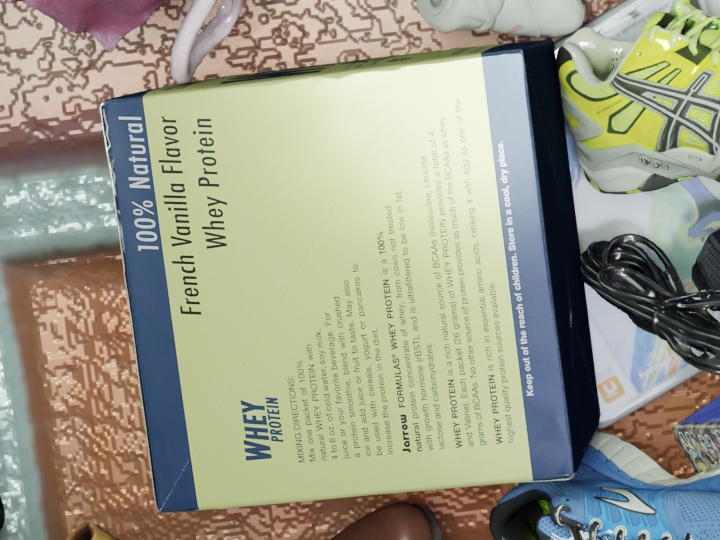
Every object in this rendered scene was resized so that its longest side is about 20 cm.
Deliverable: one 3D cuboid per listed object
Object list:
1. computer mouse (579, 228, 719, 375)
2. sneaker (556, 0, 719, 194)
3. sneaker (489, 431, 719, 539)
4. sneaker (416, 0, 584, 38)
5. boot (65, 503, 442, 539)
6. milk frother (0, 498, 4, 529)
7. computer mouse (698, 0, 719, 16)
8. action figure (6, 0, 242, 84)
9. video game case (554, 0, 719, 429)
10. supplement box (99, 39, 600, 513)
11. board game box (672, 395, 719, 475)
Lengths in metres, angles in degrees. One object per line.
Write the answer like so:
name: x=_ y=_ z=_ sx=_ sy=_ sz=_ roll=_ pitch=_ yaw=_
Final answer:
computer mouse: x=0.217 y=-0.002 z=1.171 sx=0.200 sy=0.138 sz=0.053 roll=-24 pitch=120 yaw=-17
sneaker: x=0.165 y=-0.085 z=1.125 sx=0.075 sy=0.200 sz=0.076 roll=-45 pitch=113 yaw=-38
sneaker: x=0.136 y=0.137 z=1.160 sx=0.089 sy=0.200 sz=0.079 roll=-25 pitch=109 yaw=-29
sneaker: x=0.089 y=-0.207 z=1.199 sx=0.099 sy=0.078 sz=0.200 roll=11 pitch=90 yaw=-25
boot: x=-0.075 y=0.155 z=1.182 sx=0.188 sy=0.069 sz=0.200 roll=-40 pitch=137 yaw=13
milk frother: x=-0.273 y=0.127 z=1.168 sx=0.180 sy=0.200 sz=0.188 roll=42 pitch=95 yaw=-7
computer mouse: x=0.188 y=-0.132 z=1.152 sx=0.200 sy=0.110 sz=0.044 roll=52 pitch=57 yaw=-19
action figure: x=-0.074 y=-0.162 z=1.045 sx=0.149 sy=0.134 sz=0.200 roll=44 pitch=134 yaw=-17
video game case: x=0.160 y=-0.046 z=1.231 sx=0.200 sy=0.022 sz=0.183 roll=-31 pitch=95 yaw=4
supplement box: x=0.000 y=0.000 z=1.167 sx=0.199 sy=0.134 sz=0.200 roll=-7 pitch=96 yaw=11
board game box: x=0.279 y=0.120 z=1.187 sx=0.159 sy=0.097 sz=0.200 roll=-32 pitch=95 yaw=-16
